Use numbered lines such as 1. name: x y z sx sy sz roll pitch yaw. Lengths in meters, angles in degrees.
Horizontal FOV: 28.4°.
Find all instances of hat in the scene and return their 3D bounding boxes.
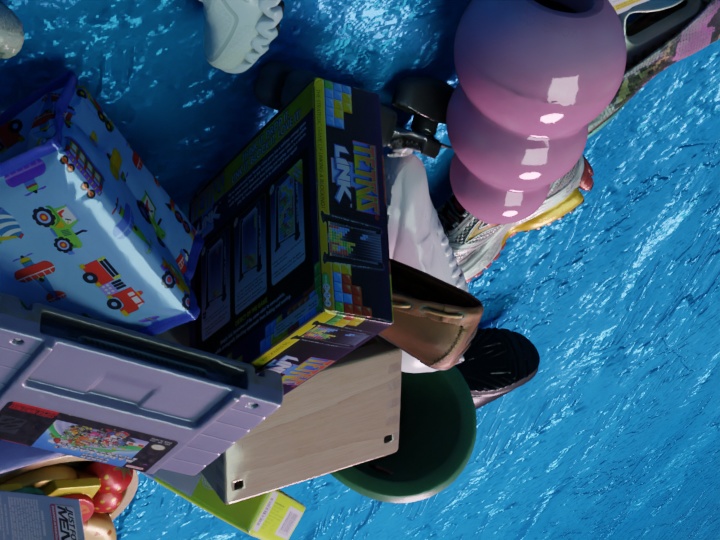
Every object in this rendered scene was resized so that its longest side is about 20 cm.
1. hat: -0.002 0.159 1.415 0.166 0.199 0.176 -61 -179 -25

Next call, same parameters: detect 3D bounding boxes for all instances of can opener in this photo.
1. can opener: 0.002 -0.122 1.045 0.199 0.052 0.067 8 99 -52

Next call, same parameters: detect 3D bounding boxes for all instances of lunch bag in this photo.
1. lunch bag: -0.224 -0.005 0.907 0.199 0.094 0.151 -27 122 15

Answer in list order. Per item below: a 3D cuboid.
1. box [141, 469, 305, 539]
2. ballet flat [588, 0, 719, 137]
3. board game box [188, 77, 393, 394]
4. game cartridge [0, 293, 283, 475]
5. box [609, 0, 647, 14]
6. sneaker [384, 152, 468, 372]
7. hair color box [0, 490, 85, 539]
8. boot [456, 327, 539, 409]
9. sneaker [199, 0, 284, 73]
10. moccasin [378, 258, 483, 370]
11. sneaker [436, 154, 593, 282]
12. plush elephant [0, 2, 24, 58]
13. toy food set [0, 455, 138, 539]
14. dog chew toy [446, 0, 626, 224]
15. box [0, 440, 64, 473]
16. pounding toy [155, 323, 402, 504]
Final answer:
1. box: -0.152 0.166 1.219 0.048 0.199 0.122 -60 162 -9
2. ballet flat: 0.210 -0.176 1.140 0.199 0.069 0.071 -34 134 -2
3. board game box: -0.053 -0.010 0.973 0.056 0.167 0.200 12 153 -28
4. game cartridge: -0.166 0.082 0.925 0.199 0.039 0.130 18 137 -29
5. box: 0.204 -0.269 0.988 0.082 0.049 0.201 -22 151 -16
6. sneaker: 0.048 -0.007 1.170 0.080 0.077 0.201 -1 121 -2
7. hair color box: -0.338 0.228 1.170 0.199 0.061 0.099 14 133 -35
8. boot: 0.088 0.149 1.515 0.199 0.077 0.169 -17 146 -11
9. sneaker: -0.080 -0.197 0.823 0.080 0.075 0.201 -4 142 -17
10. moccasin: -0.001 0.001 1.092 0.074 0.201 0.078 -39 156 -55
11. sneaker: 0.098 -0.058 1.217 0.199 0.078 0.082 -36 134 6
12. plush elephant: -0.277 -0.052 0.761 0.200 0.155 0.164 -42 150 19
13. toy food set: -0.296 0.228 1.299 0.197 0.049 0.200 1 140 -40
14. dog chew toy: 0.119 -0.119 1.050 0.124 0.125 0.201 -14 138 -29
15. box: -0.325 0.138 1.073 0.199 0.121 0.033 -16 105 -27
16. pounding toy: -0.071 0.091 1.181 0.183 0.200 0.143 -13 122 -26
